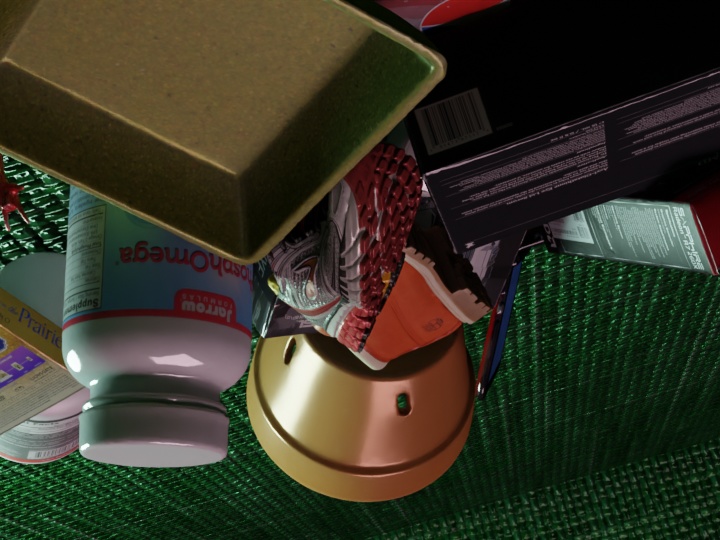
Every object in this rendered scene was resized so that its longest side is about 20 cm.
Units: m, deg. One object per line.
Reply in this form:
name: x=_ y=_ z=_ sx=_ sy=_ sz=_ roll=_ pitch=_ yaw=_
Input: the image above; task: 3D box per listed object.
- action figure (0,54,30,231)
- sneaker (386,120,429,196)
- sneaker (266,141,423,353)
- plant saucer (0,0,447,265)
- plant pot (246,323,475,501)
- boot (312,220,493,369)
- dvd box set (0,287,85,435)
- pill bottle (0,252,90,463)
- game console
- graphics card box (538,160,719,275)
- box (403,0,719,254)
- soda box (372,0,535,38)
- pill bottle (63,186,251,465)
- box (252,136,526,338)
action figure: x=-0.257 y=-0.052 z=0.876 sx=0.198 sy=0.100 sz=0.065 roll=-24 pitch=162 yaw=19
sneaker: x=0.112 y=-0.094 z=1.037 sx=0.198 sy=0.079 sz=0.099 roll=-20 pitch=-157 yaw=-11
sneaker: x=-0.018 y=-0.016 z=0.927 sx=0.081 sy=0.078 sz=0.200 roll=26 pitch=154 yaw=5
plant saucer: x=-0.088 y=-0.106 z=0.805 sx=0.198 sy=0.048 sz=0.200 roll=26 pitch=138 yaw=-22
plant pot: x=0.008 y=0.071 z=1.360 sx=0.197 sy=0.202 sz=0.141 roll=-10 pitch=146 yaw=-16
boot: x=0.000 y=0.000 z=1.066 sx=0.107 sy=0.076 sz=0.200 roll=-31 pitch=139 yaw=13
dvd box set: x=-0.291 y=0.039 z=1.060 sx=0.146 sy=0.030 sz=0.199 roll=-29 pitch=127 yaw=36
pill bottle: x=-0.239 y=0.066 z=1.220 sx=0.114 sy=0.117 sz=0.200 roll=-9 pitch=162 yaw=-19
game console: x=0.163 y=0.012 z=1.315 sx=0.170 sy=0.120 sz=0.200 roll=-18 pitch=-178 yaw=9
graphics card box: x=0.203 y=-0.051 z=1.007 sx=0.125 sy=0.051 sz=0.200 roll=-28 pitch=-167 yaw=-17
box: x=0.125 y=-0.093 z=0.885 sx=0.198 sy=0.080 sz=0.141 roll=-19 pitch=159 yaw=5
soda box: x=0.072 y=-0.161 z=0.869 sx=0.198 sy=0.064 sz=0.070 roll=-2 pitch=157 yaw=-40
pill bottle: x=-0.116 y=0.006 z=0.939 sx=0.107 sy=0.203 sz=0.109 roll=0 pitch=165 yaw=0
box: x=0.026 y=-0.035 z=1.141 sx=0.198 sy=0.050 sz=0.159 roll=-5 pitch=132 yaw=-30
